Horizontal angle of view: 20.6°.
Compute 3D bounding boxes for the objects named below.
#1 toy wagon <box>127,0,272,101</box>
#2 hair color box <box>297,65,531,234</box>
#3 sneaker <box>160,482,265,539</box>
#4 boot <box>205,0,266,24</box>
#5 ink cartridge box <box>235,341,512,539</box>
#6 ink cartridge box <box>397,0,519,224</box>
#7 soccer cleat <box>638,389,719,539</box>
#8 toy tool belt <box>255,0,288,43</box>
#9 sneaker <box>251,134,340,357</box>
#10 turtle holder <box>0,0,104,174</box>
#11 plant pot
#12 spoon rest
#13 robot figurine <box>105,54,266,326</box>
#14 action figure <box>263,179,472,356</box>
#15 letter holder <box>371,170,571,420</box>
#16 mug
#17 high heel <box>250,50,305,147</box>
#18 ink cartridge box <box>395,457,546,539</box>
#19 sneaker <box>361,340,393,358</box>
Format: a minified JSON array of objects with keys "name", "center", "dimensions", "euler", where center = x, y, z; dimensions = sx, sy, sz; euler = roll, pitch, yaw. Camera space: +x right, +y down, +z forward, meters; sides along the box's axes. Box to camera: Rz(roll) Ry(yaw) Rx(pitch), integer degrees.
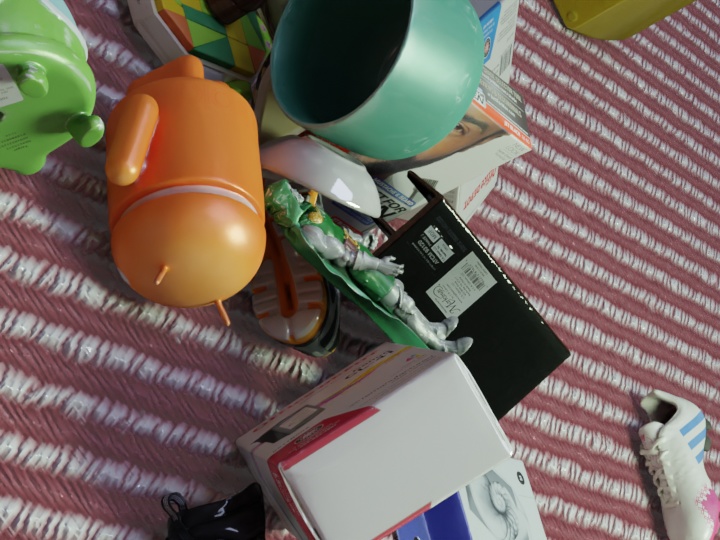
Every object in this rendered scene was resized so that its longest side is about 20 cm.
[{"name":"toy wagon","center":[-0.127,-0.213,1.657],"dimensions":[0.200,0.039,0.156],"euler":[15,54,-56]},{"name":"hair color box","center":[0.030,-0.106,1.663],"dimensions":[0.111,0.199,0.064],"euler":[32,40,-44]},{"name":"sneaker","center":[-0.064,0.210,1.354],"dimensions":[0.200,0.075,0.114],"euler":[26,47,-46]},{"name":"boot","center":[-0.042,-0.312,1.632],"dimensions":[0.064,0.199,0.187],"euler":[32,40,-46]},{"name":"ink cartridge box","center":[0.004,0.123,1.384],"dimensions":[0.086,0.147,0.200],"euler":[59,-11,-8]},{"name":"ink cartridge box","center":[0.081,-0.157,1.819],"dimensions":[0.146,0.084,0.201],"euler":[-48,148,-61]},{"name":"soccer cleat","center":[0.324,0.210,2.067],"dimensions":[0.086,0.070,0.201],"euler":[31,36,-22]},{"name":"toy tool belt","center":[-0.050,-0.258,1.778],"dimensions":[0.123,0.124,0.201],"euler":[169,-103,-82]},{"name":"sneaker","center":[-0.056,-0.018,1.587],"dimensions":[0.077,0.078,0.201],"euler":[50,29,-54]},{"name":"turtle holder","center":[-0.235,-0.136,1.289],"dimensions":[0.185,0.141,0.132],"euler":[18,50,-53]},{"name":"plant pot","center":[0.320,-0.400,2.462],"dimensions":[0.176,0.199,0.201],"euler":[-28,91,-52]},{"name":"spoon rest","center":[-0.065,-0.089,1.535],"dimensions":[0.200,0.061,0.099],"euler":[36,10,31]},{"name":"robot figurine","center":[-0.129,-0.059,1.437],"dimensions":[0.144,0.116,0.201],"euler":[102,-16,-55]},{"name":"action figure","center":[0.000,0.000,1.496],"dimensions":[0.200,0.055,0.118],"euler":[40,6,-25]},{"name":"letter holder","center":[0.062,0.013,1.668],"dimensions":[0.200,0.100,0.142],"euler":[49,-1,-30]},{"name":"mug","center":[0.032,-0.174,1.529],"dimensions":[0.114,0.185,0.153],"euler":[23,33,-43]},{"name":"high heel","center":[-0.040,-0.196,1.675],"dimensions":[0.071,0.201,0.143],"euler":[29,16,-17]},{"name":"ink cartridge box","center":[0.104,0.246,1.659],"dimensions":[0.200,0.040,0.201],"euler":[15,53,-56]},{"name":"sneaker","center":[-0.001,0.109,1.560],"dimensions":[0.082,0.074,0.200],"euler":[52,28,-26]}]
